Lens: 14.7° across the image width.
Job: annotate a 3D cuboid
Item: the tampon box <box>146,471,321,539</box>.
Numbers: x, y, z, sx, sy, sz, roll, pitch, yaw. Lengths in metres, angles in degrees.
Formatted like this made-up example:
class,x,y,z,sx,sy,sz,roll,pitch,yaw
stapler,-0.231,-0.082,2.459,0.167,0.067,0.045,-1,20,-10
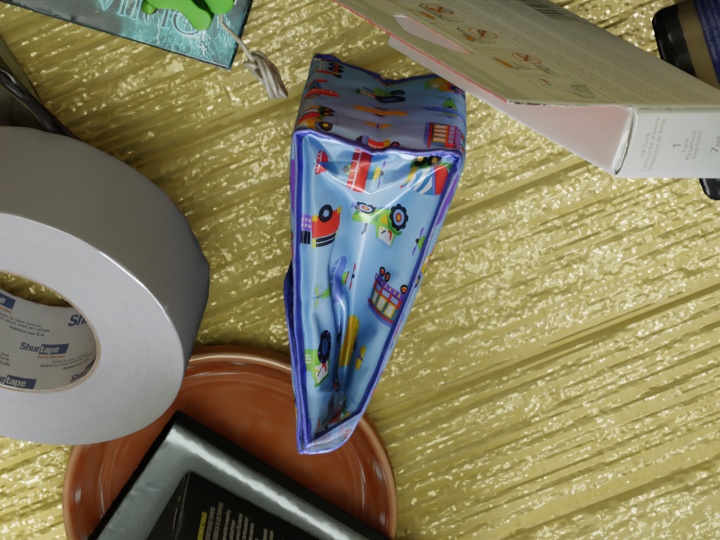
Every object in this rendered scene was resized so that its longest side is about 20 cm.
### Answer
class,x,y,z,sx,sy,sz,roll,pitch,yaw
tampon box,-0.052,0.240,1.582,0.199,0.126,0.150,28,108,-8

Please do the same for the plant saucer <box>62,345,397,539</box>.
class,x,y,z,sx,sy,sz,roll,pitch,yaw
plant saucer,-0.077,0.137,1.665,0.199,0.032,0.201,1,110,1

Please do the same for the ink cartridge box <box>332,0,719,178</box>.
class,x,y,z,sx,sy,sz,roll,pitch,yaw
ink cartridge box,0.077,-0.102,1.450,0.173,0.200,0.044,-2,115,-38

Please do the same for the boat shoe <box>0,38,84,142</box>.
class,x,y,z,sx,sy,sz,roll,pitch,yaw
boat shoe,-0.188,-0.055,1.583,0.073,0.065,0.200,-38,104,14

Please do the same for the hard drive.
class,x,y,z,sx,sy,sz,roll,pitch,yaw
hard drive,-0.062,0.189,1.649,0.200,0.033,0.140,32,108,-9

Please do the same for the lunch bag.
class,x,y,z,sx,sy,sz,roll,pitch,yaw
lunch bag,0.000,0.000,1.549,0.094,0.151,0.201,8,110,0

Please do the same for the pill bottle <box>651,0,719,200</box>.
class,x,y,z,sx,sy,sz,roll,pitch,yaw
pill bottle,0.267,-0.118,1.516,0.199,0.112,0.112,-17,108,8

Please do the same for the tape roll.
class,x,y,z,sx,sy,sz,roll,pitch,yaw
tape roll,-0.187,0.010,1.558,0.199,0.066,0.201,9,140,7

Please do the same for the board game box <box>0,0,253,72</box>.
class,x,y,z,sx,sy,sz,roll,pitch,yaw
board game box,-0.148,-0.203,1.547,0.199,0.028,0.136,17,110,-4

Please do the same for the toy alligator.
class,x,y,z,sx,sy,sz,roll,pitch,yaw
toy alligator,-0.109,-0.167,1.512,0.054,0.059,0.200,-26,107,11
